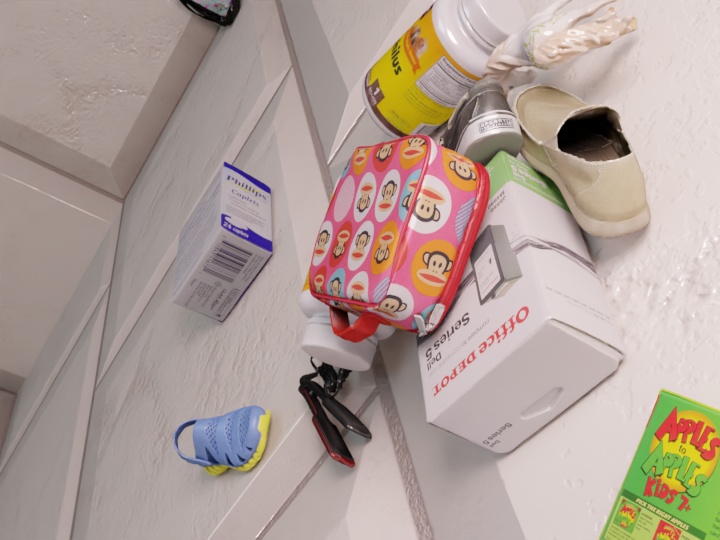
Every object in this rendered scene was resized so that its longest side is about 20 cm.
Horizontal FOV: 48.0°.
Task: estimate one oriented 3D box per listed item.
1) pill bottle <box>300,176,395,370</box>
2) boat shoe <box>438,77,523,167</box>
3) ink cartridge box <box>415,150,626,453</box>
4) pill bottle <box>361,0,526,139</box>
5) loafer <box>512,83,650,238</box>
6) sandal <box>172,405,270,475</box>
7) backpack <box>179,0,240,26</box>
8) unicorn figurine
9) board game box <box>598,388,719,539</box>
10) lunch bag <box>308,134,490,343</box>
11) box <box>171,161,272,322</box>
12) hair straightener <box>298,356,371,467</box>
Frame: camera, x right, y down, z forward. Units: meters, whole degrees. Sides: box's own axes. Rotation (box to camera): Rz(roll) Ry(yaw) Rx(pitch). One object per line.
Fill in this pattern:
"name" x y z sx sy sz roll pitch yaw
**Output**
"pill bottle" 0.000 0.000 0.883 0.109 0.108 0.203 -15 54 58
"boat shoe" 0.105 -0.104 0.772 0.201 0.070 0.065 111 152 -64
"ink cartridge box" 0.118 0.024 0.677 0.146 0.083 0.202 -48 29 33
"pill bottle" 0.096 -0.242 0.933 0.199 0.108 0.111 -36 37 46
"loafer" 0.182 -0.109 0.668 0.201 0.075 0.069 -112 11 -49
"sandal" -0.191 0.228 1.094 0.199 0.086 0.080 -34 37 45
"backpack" -0.471 -0.843 2.468 0.128 0.198 0.167 -62 25 4
"unicorn figurine" 0.179 -0.214 0.759 0.136 0.075 0.200 -30 0 10
"board game box" 0.222 0.141 0.414 0.103 0.047 0.199 -66 25 -3
"lunch bag" 0.021 -0.021 0.714 0.200 0.081 0.179 12 82 67
"box" -0.240 -0.050 1.417 0.184 0.104 0.201 -50 30 29
"hair straightener" -0.027 0.141 0.921 0.078 0.041 0.200 -58 21 6
